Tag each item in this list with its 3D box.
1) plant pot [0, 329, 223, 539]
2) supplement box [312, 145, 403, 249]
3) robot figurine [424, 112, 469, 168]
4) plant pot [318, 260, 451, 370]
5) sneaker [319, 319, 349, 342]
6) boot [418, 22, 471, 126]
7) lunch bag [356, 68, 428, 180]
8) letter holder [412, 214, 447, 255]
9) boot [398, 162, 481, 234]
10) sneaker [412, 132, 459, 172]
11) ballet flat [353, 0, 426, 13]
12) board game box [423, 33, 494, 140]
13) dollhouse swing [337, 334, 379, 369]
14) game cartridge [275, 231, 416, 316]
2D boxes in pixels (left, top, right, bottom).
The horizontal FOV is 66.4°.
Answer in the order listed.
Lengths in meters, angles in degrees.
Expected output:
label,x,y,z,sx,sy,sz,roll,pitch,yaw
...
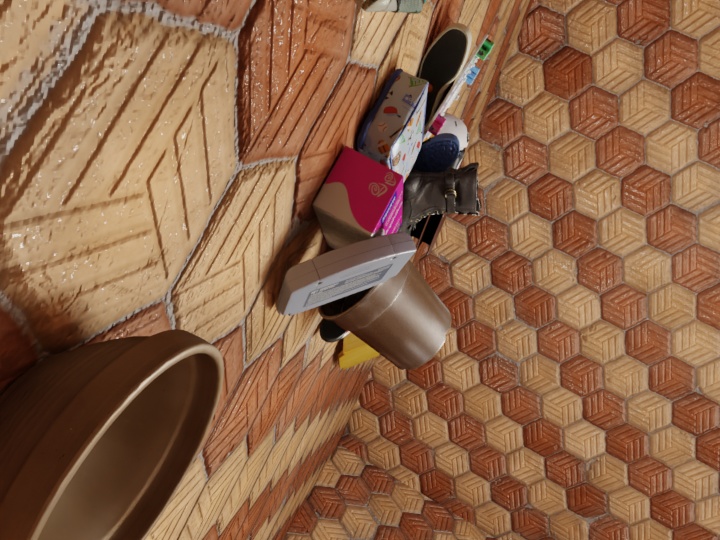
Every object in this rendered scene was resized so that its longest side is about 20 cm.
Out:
label,x,y,z,sx,sy,sz,roll,pitch,yaw
plant pot,-0.185,0.120,0.371,0.204,0.091,0.202,-61,171,-17
supplement box,0.002,-0.087,0.851,0.103,0.102,0.200,-60,169,-10
robot figurine,0.174,-0.262,1.278,0.124,0.149,0.204,-24,142,-55
plant pot,0.055,0.068,1.028,0.199,0.198,0.202,-38,-156,20
sneaker,-0.042,0.125,1.275,0.203,0.066,0.110,-58,167,-48
boot,0.161,-0.387,1.057,0.145,0.071,0.202,-55,175,-47
lunch bag,0.055,-0.215,0.900,0.201,0.074,0.163,87,28,-70
letter holder,0.236,-0.151,2.016,0.143,0.099,0.203,-51,164,-46
boot,0.145,-0.118,1.055,0.203,0.169,0.070,85,12,-47
sneaker,0.114,-0.218,1.067,0.198,0.070,0.079,-27,-147,41
ballet flat,0.016,-0.293,0.523,0.071,0.069,0.200,-46,168,5
board game box,0.188,-0.345,1.097,0.202,0.026,0.200,-57,180,5
dollhouse swing,-0.010,0.172,1.687,0.177,0.180,0.201,-19,160,-9
game cartridge,-0.022,0.004,0.784,0.196,0.042,0.134,-19,160,-23
